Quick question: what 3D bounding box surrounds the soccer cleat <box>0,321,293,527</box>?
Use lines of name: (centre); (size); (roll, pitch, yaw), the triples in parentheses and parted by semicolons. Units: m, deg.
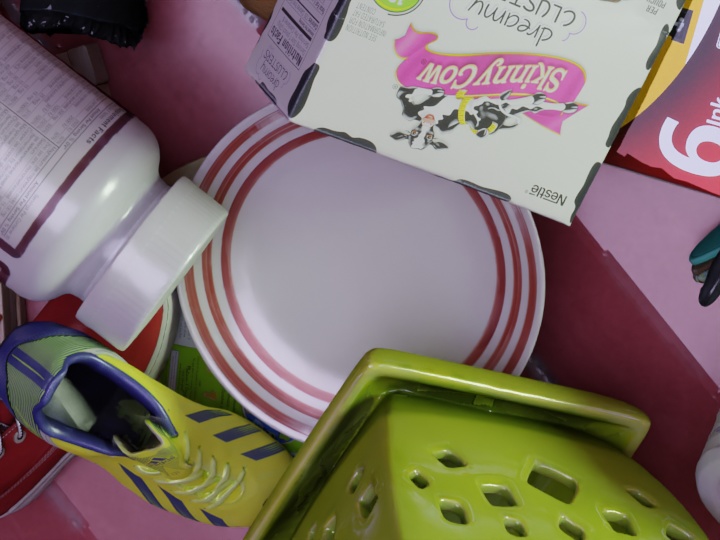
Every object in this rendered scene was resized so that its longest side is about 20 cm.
soccer cleat: (-0.105, 0.091, 1.357); (0.200, 0.084, 0.065); (32, 90, -32)

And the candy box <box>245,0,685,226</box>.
candy box: (0.065, -0.143, 1.235); (0.167, 0.072, 0.201); (18, 107, -28)

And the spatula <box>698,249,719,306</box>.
spatula: (0.219, -0.070, 1.318); (0.020, 0.057, 0.201); (26, 83, 4)

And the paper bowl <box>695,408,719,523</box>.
paper bowl: (0.276, 0.098, 1.299); (0.200, 0.201, 0.105); (23, 69, 7)

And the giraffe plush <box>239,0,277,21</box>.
giraffe plush: (-0.007, -0.187, 1.331); (0.199, 0.172, 0.163); (15, 114, 26)

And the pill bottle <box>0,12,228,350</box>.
pill bottle: (-0.172, -0.055, 1.330); (0.200, 0.110, 0.110); (38, 103, -2)

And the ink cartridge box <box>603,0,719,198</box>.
ink cartridge box: (0.141, -0.157, 1.337); (0.175, 0.084, 0.201); (16, 102, 9)

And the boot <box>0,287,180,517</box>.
boot: (-0.186, 0.073, 1.388); (0.072, 0.144, 0.200); (46, 114, 12)

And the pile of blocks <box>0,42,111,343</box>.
pile of blocks: (-0.201, -0.036, 1.435); (0.082, 0.062, 0.201); (24, 102, 7)

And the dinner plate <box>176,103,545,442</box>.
dinner plate: (0.000, 0.000, 1.368); (0.199, 0.024, 0.201); (5, 109, 14)

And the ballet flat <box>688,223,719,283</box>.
ballet flat: (0.261, -0.043, 1.340); (0.200, 0.074, 0.074); (-41, 89, 16)

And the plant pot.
plant pot: (0.051, 0.161, 1.315); (0.199, 0.182, 0.199); (12, 131, -25)

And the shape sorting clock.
shape sorting clock: (-0.047, 0.029, 1.425); (0.199, 0.039, 0.201); (5, 108, 15)

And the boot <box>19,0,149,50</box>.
boot: (-0.149, -0.201, 1.337); (0.073, 0.198, 0.163); (10, 94, 13)
